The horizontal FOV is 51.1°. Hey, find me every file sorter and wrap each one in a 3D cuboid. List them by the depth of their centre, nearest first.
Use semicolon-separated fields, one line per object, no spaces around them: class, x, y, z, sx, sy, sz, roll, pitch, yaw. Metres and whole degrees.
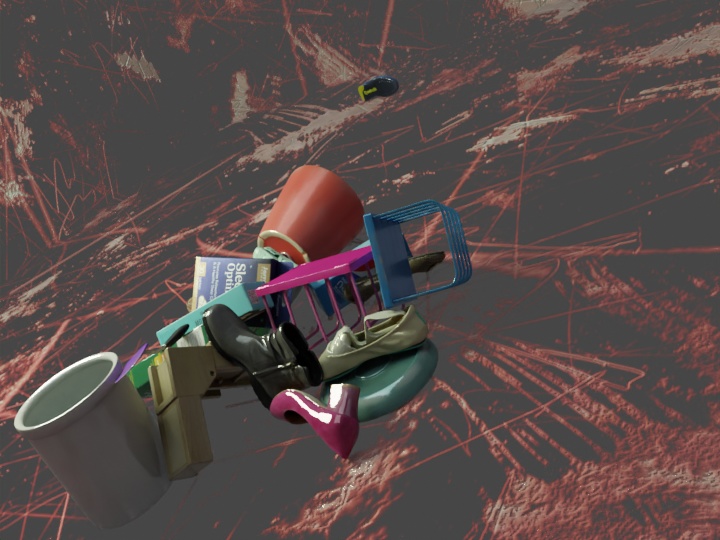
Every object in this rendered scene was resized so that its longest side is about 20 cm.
file sorter;0.099;-0.029;1.183;0.119;0.143;0.200;-14;-2;14
file sorter;-0.044;0.049;1.250;0.196;0.129;0.138;-15;10;33

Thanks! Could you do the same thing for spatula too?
spatula;-0.308;0.118;1.137;0.056;0.021;0.200;-42;-1;21

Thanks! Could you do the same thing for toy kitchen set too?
toy kitchen set;-0.234;0.231;1.200;0.196;0.184;0.163;2;-30;-40

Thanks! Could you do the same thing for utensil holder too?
utensil holder;-0.388;0.255;1.133;0.166;0.203;0.171;-22;24;10

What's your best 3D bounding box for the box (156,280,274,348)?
box;-0.252;0.085;1.308;0.197;0.050;0.082;-28;-8;21

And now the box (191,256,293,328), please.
box;-0.216;0.039;1.362;0.194;0.125;0.032;1;-7;22

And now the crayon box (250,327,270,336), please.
crayon box;-0.241;0.124;1.428;0.116;0.059;0.201;-17;25;24

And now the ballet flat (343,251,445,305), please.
ballet flat;0.063;0.014;1.349;0.195;0.047;0.067;-21;-8;1

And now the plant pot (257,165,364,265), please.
plant pot;-0.113;-0.087;1.585;0.197;0.202;0.179;-3;42;44

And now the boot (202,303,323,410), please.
boot;-0.144;0.108;1.144;0.131;0.201;0.070;-40;3;42

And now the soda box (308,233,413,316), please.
soda box;0.000;0.000;1.414;0.197;0.065;0.068;-32;23;-9

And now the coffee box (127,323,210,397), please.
coffee box;-0.297;0.156;1.278;0.197;0.045;0.122;-31;-22;20

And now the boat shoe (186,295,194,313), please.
boat shoe;-0.264;0.042;1.452;0.196;0.073;0.076;-12;26;32

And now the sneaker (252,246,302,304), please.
sneaker;-0.164;0.004;1.444;0.075;0.117;0.200;-57;2;-2

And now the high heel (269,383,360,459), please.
high heel;-0.072;0.221;1.064;0.197;0.067;0.098;-15;56;42

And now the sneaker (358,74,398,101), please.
sneaker;0.075;-0.669;2.714;0.082;0.075;0.198;-38;26;-30

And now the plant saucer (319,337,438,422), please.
plant saucer;0.022;0.149;1.128;0.196;0.028;0.201;-24;23;10

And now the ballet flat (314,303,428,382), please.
ballet flat;0.005;0.103;1.123;0.196;0.071;0.070;-23;23;12
